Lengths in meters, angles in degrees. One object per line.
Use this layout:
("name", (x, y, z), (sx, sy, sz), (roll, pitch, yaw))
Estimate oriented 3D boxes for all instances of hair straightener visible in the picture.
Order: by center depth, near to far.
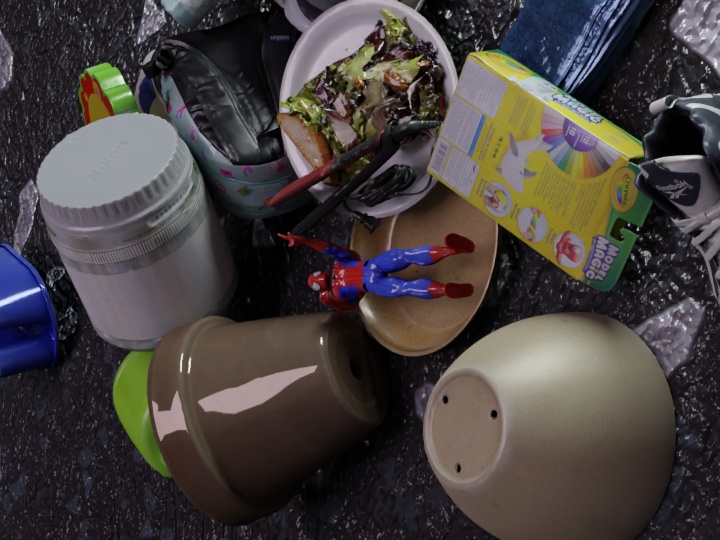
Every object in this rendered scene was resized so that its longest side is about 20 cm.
("hair straightener", (0.006, -0.075, 1.356), (0.199, 0.041, 0.077), (-30, 98, 36))

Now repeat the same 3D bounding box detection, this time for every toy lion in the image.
("toy lion", (-0.260, -0.120, 1.674), (0.192, 0.068, 0.201), (57, 155, 25))

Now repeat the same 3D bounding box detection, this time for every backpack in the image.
("backpack", (-0.110, -0.154, 1.524), (0.127, 0.166, 0.201), (79, 165, -55))

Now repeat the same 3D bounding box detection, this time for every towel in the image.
("towel", (0.191, -0.234, 1.251), (0.201, 0.048, 0.112), (-59, 44, 25))
("towel", (-0.133, -0.334, 1.562), (0.171, 0.048, 0.200), (-49, 14, 11))

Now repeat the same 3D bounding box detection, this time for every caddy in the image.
("caddy", (-0.445, 0.050, 1.929), (0.200, 0.104, 0.142), (32, 130, 48))

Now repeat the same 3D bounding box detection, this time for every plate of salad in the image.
("plate of salad", (0.000, -0.147, 1.376), (0.199, 0.048, 0.202), (3, 95, 34))

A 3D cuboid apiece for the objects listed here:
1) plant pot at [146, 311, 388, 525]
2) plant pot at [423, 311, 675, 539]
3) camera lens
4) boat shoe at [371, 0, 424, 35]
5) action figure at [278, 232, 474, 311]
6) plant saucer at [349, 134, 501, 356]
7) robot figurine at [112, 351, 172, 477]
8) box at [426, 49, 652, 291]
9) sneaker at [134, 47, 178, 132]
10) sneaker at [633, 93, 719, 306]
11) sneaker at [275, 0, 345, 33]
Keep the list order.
("plant pot", (-0.072, 0.121, 1.420), (0.174, 0.200, 0.202), (-21, 66, 26))
("plant pot", (0.128, 0.127, 1.196), (0.200, 0.134, 0.202), (-11, 76, 48))
("camera lens", (-0.218, -0.033, 1.503), (0.160, 0.159, 0.201), (41, 156, 46))
("boat shoe", (0.023, -0.183, 1.435), (0.059, 0.072, 0.201), (27, 106, 3))
("action figure", (0.000, 0.000, 1.350), (0.199, 0.098, 0.066), (-8, 76, 52))
("plant saucer", (0.066, -0.022, 1.374), (0.199, 0.035, 0.202), (-13, 73, 49))
("robot figurine", (-0.191, 0.141, 1.577), (0.200, 0.115, 0.177), (-144, 45, -61))
("box", (0.153, -0.082, 1.228), (0.200, 0.048, 0.118), (40, 126, 30))
("sneaker", (-0.206, -0.194, 1.698), (0.199, 0.080, 0.116), (8, 91, 52))
("sneaker", (0.249, -0.038, 1.082), (0.079, 0.129, 0.201), (-17, 71, 48))
("sneaker", (-0.032, -0.302, 1.508), (0.200, 0.075, 0.114), (53, 125, 44))
